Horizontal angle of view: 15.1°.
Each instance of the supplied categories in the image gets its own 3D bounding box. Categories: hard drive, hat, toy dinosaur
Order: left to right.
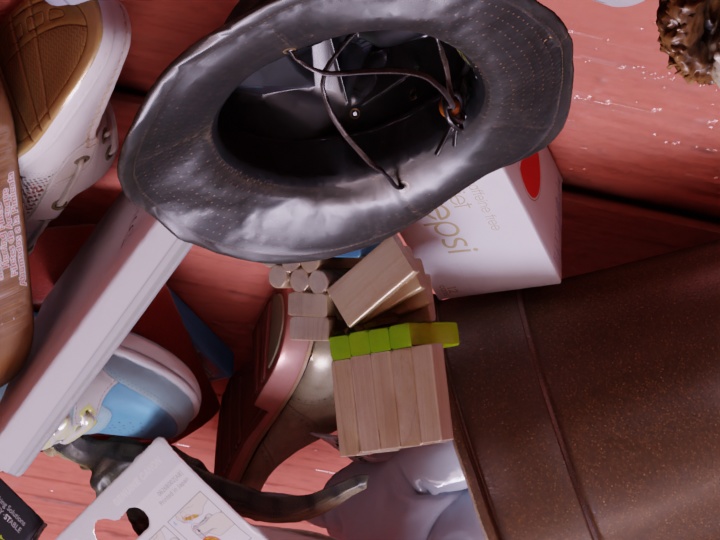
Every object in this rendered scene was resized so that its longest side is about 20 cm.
[{"bbox_3d":[-0.111,-0.007,1.291,0.026,0.132,0.200,30,126,-11],"label":"hard drive"},{"bbox_3d":[-0.096,0.128,1.477,0.198,0.048,0.089,12,129,9],"label":"toy dinosaur"},{"bbox_3d":[-0.012,-0.089,1.139,0.199,0.081,0.201,-11,150,-6],"label":"hat"}]

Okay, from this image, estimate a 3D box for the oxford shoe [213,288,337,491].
[{"bbox_3d":[-0.037,0.083,1.528,0.073,0.071,0.200,9,148,-14],"label":"oxford shoe"}]

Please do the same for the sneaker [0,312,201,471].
[{"bbox_3d":[-0.180,0.088,1.392,0.199,0.131,0.080,14,146,-17],"label":"sneaker"}]

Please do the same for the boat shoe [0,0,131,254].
[{"bbox_3d":[-0.148,-0.070,1.307,0.069,0.071,0.200,4,148,-31],"label":"boat shoe"}]

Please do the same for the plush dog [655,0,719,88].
[{"bbox_3d":[0.222,-0.100,1.165,0.199,0.162,0.172,11,170,-12],"label":"plush dog"}]

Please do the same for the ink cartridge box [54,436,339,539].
[{"bbox_3d":[-0.068,0.186,1.476,0.200,0.050,0.162,44,129,-3],"label":"ink cartridge box"}]

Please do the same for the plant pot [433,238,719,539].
[{"bbox_3d":[0.155,0.075,1.379,0.197,0.201,0.201,-20,144,6],"label":"plant pot"}]

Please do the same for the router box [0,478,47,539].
[{"bbox_3d":[-0.288,0.096,1.491,0.149,0.062,0.200,3,142,49],"label":"router box"}]

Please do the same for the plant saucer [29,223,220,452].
[{"bbox_3d":[-0.194,0.048,1.485,0.198,0.037,0.200,-4,147,10],"label":"plant saucer"}]

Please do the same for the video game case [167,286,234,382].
[{"bbox_3d":[-0.190,0.039,1.520,0.199,0.018,0.143,-12,145,24],"label":"video game case"}]

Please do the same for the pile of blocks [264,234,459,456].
[{"bbox_3d":[0.000,0.000,1.312,0.082,0.201,0.062,-37,161,27],"label":"pile of blocks"}]

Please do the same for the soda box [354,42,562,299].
[{"bbox_3d":[0.039,-0.066,1.290,0.068,0.064,0.200,-8,145,18],"label":"soda box"}]

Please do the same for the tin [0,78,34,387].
[{"bbox_3d":[-0.205,-0.030,1.291,0.112,0.042,0.201,22,124,42],"label":"tin"}]

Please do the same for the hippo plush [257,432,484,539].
[{"bbox_3d":[0.063,0.168,1.525,0.159,0.162,0.199,-36,151,28],"label":"hippo plush"}]

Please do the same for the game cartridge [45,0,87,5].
[{"bbox_3d":[-0.089,-0.183,1.148,0.199,0.041,0.133,-15,139,26],"label":"game cartridge"}]

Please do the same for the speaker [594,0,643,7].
[{"bbox_3d":[0.038,-0.168,1.085,0.199,0.082,0.081,14,148,-33],"label":"speaker"}]
